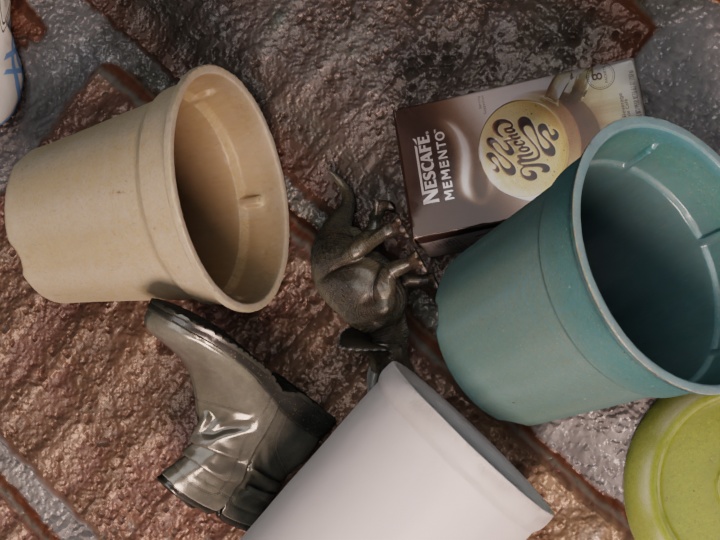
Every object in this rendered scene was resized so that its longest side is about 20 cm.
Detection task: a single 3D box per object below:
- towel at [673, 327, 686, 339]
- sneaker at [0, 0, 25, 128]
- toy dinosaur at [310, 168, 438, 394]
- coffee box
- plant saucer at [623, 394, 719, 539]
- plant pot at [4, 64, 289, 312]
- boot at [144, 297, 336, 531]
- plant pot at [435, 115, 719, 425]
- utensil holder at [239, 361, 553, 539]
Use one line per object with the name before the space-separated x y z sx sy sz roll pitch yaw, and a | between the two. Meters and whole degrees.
towel | 0.356 0.062 1.089 0.200 0.050 0.148 38 72 19
sneaker | -0.351 -0.228 1.317 0.071 0.072 0.202 -10 78 9
toy dinosaur | 0.000 0.000 1.187 0.102 0.077 0.201 -31 74 5
coffee box | 0.135 -0.088 1.172 0.198 0.080 0.114 -12 77 10
plant saucer | 0.302 0.168 1.110 0.198 0.031 0.202 -2 79 13
plant pot | -0.184 -0.053 1.195 0.182 0.200 0.202 -9 77 22
boot | -0.120 0.122 1.147 0.131 0.200 0.068 -52 29 -5
plant pot | 0.168 0.020 1.062 0.196 0.199 0.202 -32 68 50
utensil holder | 0.018 0.198 1.099 0.200 0.170 0.170 -46 73 2
